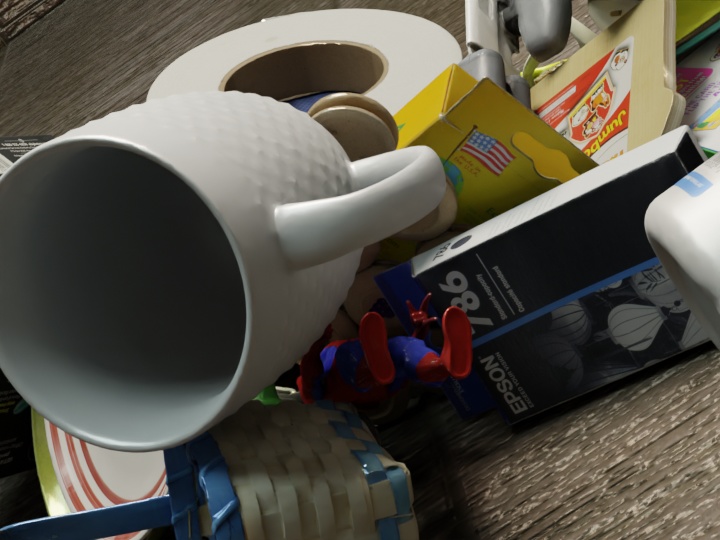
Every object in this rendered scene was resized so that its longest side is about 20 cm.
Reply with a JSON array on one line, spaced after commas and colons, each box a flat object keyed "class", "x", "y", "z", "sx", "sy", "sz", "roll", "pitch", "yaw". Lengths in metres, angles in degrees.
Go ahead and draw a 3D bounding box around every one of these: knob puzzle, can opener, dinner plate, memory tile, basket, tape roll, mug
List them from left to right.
[{"class": "dinner plate", "x": -0.136, "y": 0.058, "z": 1.240, "sx": 0.024, "sy": 0.201, "sz": 0.200, "roll": -1, "pitch": -1, "yaw": -32}, {"class": "basket", "x": -0.076, "y": 0.139, "z": 1.031, "sx": 0.199, "sy": 0.140, "sz": 0.176, "roll": -7, "pitch": 15, "yaw": -10}, {"class": "mug", "x": -0.053, "y": -0.018, "z": 1.020, "sx": 0.199, "sy": 0.148, "sz": 0.175, "roll": -14, "pitch": 10, "yaw": 28}, {"class": "tape roll", "x": -0.033, "y": -0.105, "z": 1.348, "sx": 0.202, "sy": 0.037, "sz": 0.203, "roll": -8, "pitch": 29, "yaw": 4}, {"class": "memory tile", "x": 0.000, "y": 0.000, "z": 1.171, "sx": 0.153, "sy": 0.200, "sz": 0.017, "roll": -24, "pitch": 32, "yaw": 29}, {"class": "can opener", "x": 0.092, "y": -0.112, "z": 1.290, "sx": 0.067, "sy": 0.053, "sz": 0.200, "roll": -27, "pitch": 44, "yaw": 29}, {"class": "knob puzzle", "x": 0.125, "y": -0.043, "z": 1.255, "sx": 0.220, "sy": 0.030, "sz": 0.220, "roll": -45, "pitch": 29, "yaw": 34}]

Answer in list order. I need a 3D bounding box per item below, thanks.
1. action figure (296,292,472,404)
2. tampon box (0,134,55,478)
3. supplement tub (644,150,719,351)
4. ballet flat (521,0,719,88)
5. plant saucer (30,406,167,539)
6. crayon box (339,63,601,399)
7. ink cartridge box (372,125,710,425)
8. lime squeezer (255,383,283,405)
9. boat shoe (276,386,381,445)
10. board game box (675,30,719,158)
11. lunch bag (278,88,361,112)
[{"class": "action figure", "x": 0.006, "y": 0.044, "z": 1.109, "sx": 0.065, "sy": 0.052, "sz": 0.200, "roll": -9, "pitch": -7, "yaw": -14}, {"class": "tampon box", "x": -0.246, "y": 0.027, "z": 1.462, "sx": 0.200, "sy": 0.126, "sz": 0.150, "roll": -60, "pitch": -20, "yaw": 17}, {"class": "supplement tub", "x": 0.235, "y": -0.030, "z": 0.931, "sx": 0.200, "sy": 0.132, "sz": 0.132, "roll": -35, "pitch": 19, "yaw": 2}, {"class": "ballet flat", "x": 0.155, "y": -0.140, "z": 1.360, "sx": 0.067, "sy": 0.067, "sz": 0.200, "roll": -38, "pitch": 1, "yaw": -40}, {"class": "plant saucer", "x": -0.148, "y": 0.085, "z": 1.312, "sx": 0.031, "sy": 0.201, "sz": 0.200, "roll": -1, "pitch": 0, "yaw": -30}, {"class": "crayon box", "x": 0.051, "y": -0.026, "z": 1.183, "sx": 0.200, "sy": 0.127, "sz": 0.051, "roll": -38, "pitch": 25, "yaw": 36}, {"class": "ink cartridge box", "x": 0.103, "y": 0.012, "z": 1.108, "sx": 0.200, "sy": 0.100, "sz": 0.039, "roll": -27, "pitch": 14, "yaw": 30}, {"class": "lime squeezer", "x": -0.064, "y": 0.098, "z": 1.145, "sx": 0.038, "sy": 0.201, "sz": 0.071, "roll": -10, "pitch": 30, "yaw": -39}, {"class": "boat shoe", "x": -0.053, "y": 0.102, "z": 1.244, "sx": 0.063, "sy": 0.071, "sz": 0.200, "roll": -5, "pitch": 2, "yaw": -27}, {"class": "board game box", "x": 0.245, "y": -0.104, "z": 1.226, "sx": 0.153, "sy": 0.040, "sz": 0.200, "roll": -39, "pitch": 19, "yaw": -6}, {"class": "lunch bag", "x": -0.056, "y": -0.021, "z": 1.380, "sx": 0.199, "sy": 0.133, "sz": 0.136, "roll": -10, "pitch": 30, "yaw": -2}]
